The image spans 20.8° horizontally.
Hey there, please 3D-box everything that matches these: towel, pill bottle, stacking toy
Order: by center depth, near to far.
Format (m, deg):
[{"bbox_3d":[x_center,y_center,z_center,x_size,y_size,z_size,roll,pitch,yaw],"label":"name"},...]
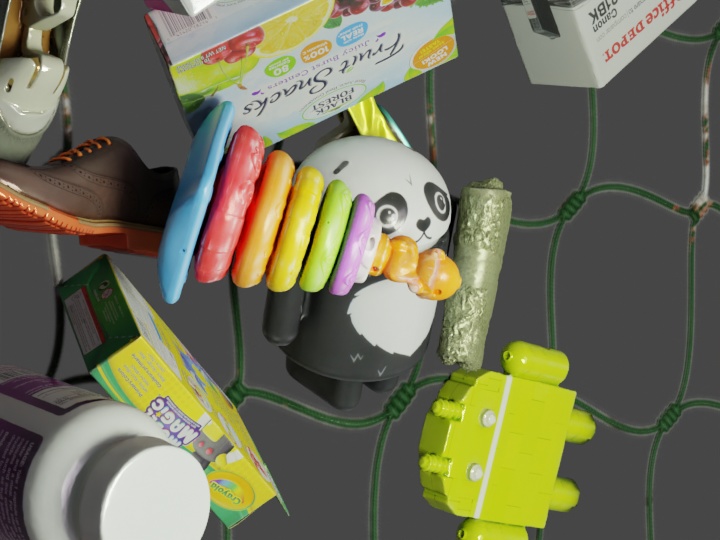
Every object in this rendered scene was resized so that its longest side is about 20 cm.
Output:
[{"bbox_3d":[-0.187,0.131,1.251,0.112,0.199,0.113,-10,106,-40],"label":"pill bottle"},{"bbox_3d":[-0.027,-0.023,1.302,0.110,0.199,0.116,-78,-174,-49],"label":"stacking toy"},{"bbox_3d":[0.088,0.006,1.518,0.200,0.036,0.150,16,84,-84],"label":"towel"}]

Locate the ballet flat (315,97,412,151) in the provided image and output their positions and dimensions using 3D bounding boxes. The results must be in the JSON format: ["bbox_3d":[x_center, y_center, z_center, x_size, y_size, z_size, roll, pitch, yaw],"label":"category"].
[{"bbox_3d":[-0.012,-0.120,1.463,0.067,0.067,0.201,-30,117,-10],"label":"ballet flat"}]

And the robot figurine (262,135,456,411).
[{"bbox_3d":[0.000,0.001,1.427,0.151,0.124,0.201,-78,178,-60],"label":"robot figurine"}]

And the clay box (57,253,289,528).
[{"bbox_3d":[-0.127,0.092,1.354,0.047,0.115,0.200,-34,125,1],"label":"clay box"}]

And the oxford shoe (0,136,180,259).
[{"bbox_3d":[-0.193,-0.057,1.298,0.200,0.071,0.073,16,82,-57],"label":"oxford shoe"}]

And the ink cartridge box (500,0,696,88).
[{"bbox_3d":[0.177,-0.268,1.583,0.144,0.083,0.201,-42,124,-29],"label":"ink cartridge box"}]

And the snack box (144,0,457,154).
[{"bbox_3d":[-0.036,-0.159,1.336,0.199,0.053,0.142,-26,154,-5],"label":"snack box"}]

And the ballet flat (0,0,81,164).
[{"bbox_3d":[-0.212,-0.152,1.264,0.067,0.063,0.201,10,92,-44],"label":"ballet flat"}]

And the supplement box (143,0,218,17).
[{"bbox_3d":[-0.065,-0.255,1.237,0.200,0.101,0.104,-37,111,-13],"label":"supplement box"}]

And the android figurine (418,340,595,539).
[{"bbox_3d":[0.121,0.149,1.647,0.199,0.041,0.183,17,87,-45],"label":"android figurine"}]
